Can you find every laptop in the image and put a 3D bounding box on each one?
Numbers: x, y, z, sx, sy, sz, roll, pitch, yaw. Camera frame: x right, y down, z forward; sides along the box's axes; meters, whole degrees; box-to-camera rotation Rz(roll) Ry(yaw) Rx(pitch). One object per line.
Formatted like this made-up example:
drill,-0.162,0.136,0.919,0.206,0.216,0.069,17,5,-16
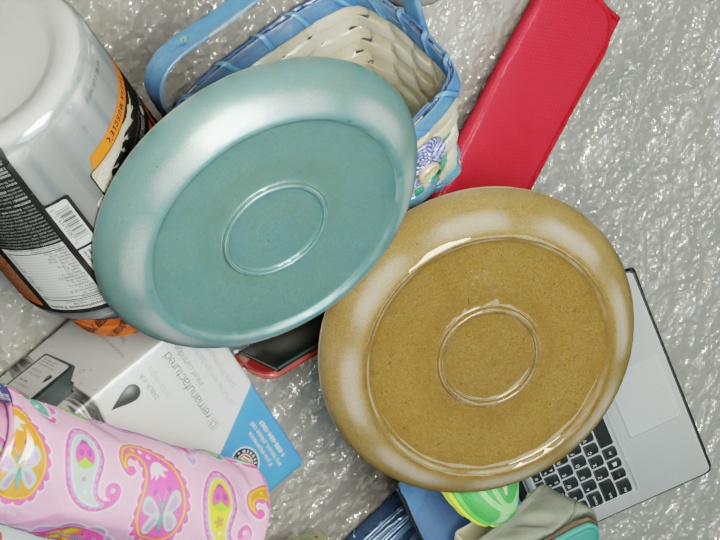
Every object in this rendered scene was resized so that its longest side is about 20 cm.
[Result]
laptop,0.133,0.135,1.818,0.200,0.116,0.187,-24,124,1

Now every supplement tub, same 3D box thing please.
supplement tub,-0.167,-0.054,1.525,0.123,0.123,0.200,-44,142,-8

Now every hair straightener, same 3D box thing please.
hair straightener,0.000,0.000,1.699,0.200,0.041,0.077,-23,128,-42

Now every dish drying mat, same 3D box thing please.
dish drying mat,0.100,-0.092,1.741,0.077,0.018,0.200,34,82,-42

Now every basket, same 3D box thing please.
basket,-0.026,-0.104,1.596,0.176,0.139,0.200,-39,136,-11

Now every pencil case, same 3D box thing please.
pencil case,-0.148,0.121,1.553,0.200,0.087,0.088,22,99,-35

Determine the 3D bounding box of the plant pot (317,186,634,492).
plant pot,0.074,0.048,1.642,0.200,0.027,0.201,-5,112,-13

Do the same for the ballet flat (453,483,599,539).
ballet flat,0.070,0.194,1.734,0.200,0.064,0.068,-27,137,-40

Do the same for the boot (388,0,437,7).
boot,0.029,-0.219,1.583,0.070,0.132,0.200,-39,127,-15

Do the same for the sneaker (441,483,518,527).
sneaker,0.088,0.064,1.699,0.074,0.083,0.201,-8,103,-54

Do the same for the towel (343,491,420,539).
towel,0.003,0.238,1.833,0.200,0.049,0.112,-45,129,-8

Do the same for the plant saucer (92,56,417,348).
plant saucer,-0.051,-0.029,1.516,0.200,0.027,0.200,-20,138,-20

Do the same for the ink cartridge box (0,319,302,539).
ink cartridge box,-0.157,0.118,1.649,0.200,0.086,0.147,-42,127,-12

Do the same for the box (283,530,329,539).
box,-0.030,0.268,1.686,0.096,0.200,0.176,-16,96,-9
